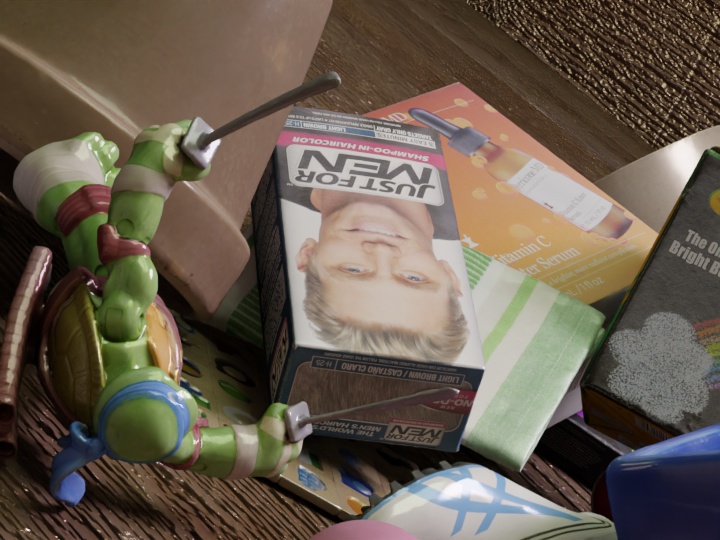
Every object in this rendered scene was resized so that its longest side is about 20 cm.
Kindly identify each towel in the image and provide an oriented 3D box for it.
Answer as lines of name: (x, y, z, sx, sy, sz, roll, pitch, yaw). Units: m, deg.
towel: (0.022, 0.024, 1.232, 0.199, 0.023, 0.153, 25, 38, 11)

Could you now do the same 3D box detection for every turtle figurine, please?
turtle figurine: (-0.065, 0.009, 0.956, 0.144, 0.200, 0.194, 42, 1, -31)

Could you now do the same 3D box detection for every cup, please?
cup: (0.248, -0.010, 1.881, 0.144, 0.200, 0.200, 62, 17, 8)

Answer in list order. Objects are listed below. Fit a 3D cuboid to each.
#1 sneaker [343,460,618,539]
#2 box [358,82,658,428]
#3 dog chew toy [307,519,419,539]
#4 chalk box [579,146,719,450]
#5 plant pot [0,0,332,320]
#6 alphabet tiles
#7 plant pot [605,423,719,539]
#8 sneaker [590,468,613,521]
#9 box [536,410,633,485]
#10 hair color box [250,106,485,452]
sneaker: (0.067, 0.138, 1.045, 0.200, 0.072, 0.073, 17, 29, -44)
box: (0.068, -0.005, 1.395, 0.200, 0.107, 0.152, 39, 39, 25)
dog chew toy: (0.053, 0.157, 0.829, 0.199, 0.125, 0.125, 25, 12, 1)
chalk box: (0.222, 0.017, 1.285, 0.124, 0.201, 0.124, 29, -9, 12)
plant pot: (-0.105, -0.100, 1.139, 0.200, 0.175, 0.200, 36, -9, 7)
alphabet tiles: (-0.047, 0.073, 1.146, 0.200, 0.006, 0.166, 30, 12, -16)
plant pot: (0.250, 0.154, 1.040, 0.199, 0.181, 0.200, -7, 1, 35)
sneaker: (0.186, 0.169, 1.225, 0.200, 0.071, 0.112, 43, 11, 28)
box: (0.152, 0.070, 1.503, 0.143, 0.036, 0.200, 33, 26, 0)
hair color box: (0.000, 0.000, 1.186, 0.100, 0.061, 0.200, 7, 39, -13)
